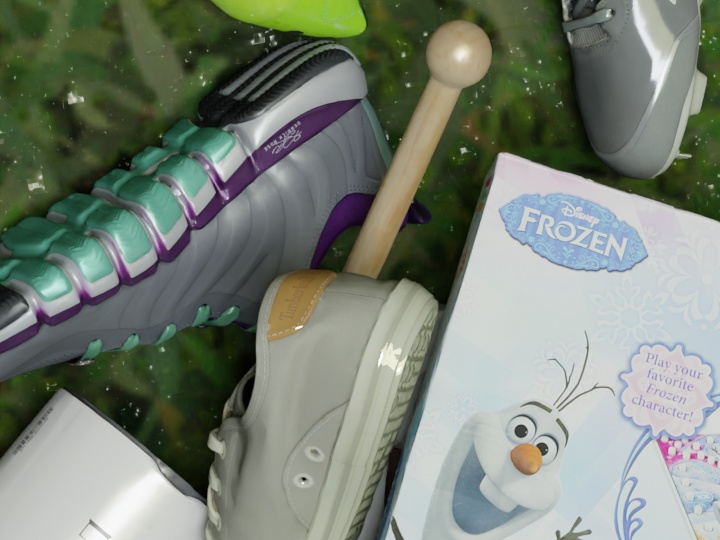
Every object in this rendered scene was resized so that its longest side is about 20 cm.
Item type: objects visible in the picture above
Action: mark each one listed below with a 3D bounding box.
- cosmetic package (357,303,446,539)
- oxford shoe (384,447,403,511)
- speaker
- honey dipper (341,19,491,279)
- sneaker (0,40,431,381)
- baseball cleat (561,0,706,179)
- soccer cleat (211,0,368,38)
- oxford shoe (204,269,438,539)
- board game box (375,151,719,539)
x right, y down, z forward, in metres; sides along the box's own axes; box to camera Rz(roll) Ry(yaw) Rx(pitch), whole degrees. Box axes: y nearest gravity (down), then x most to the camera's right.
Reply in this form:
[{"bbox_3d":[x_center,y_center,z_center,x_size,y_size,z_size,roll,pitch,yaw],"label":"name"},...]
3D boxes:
[{"bbox_3d":[0.082,0.097,1.085,0.199,0.052,0.152,8,94,-17],"label":"cosmetic package"},{"bbox_3d":[0.105,0.074,1.029,0.199,0.071,0.073,-11,92,-16],"label":"oxford shoe"},{"bbox_3d":[-0.136,0.141,1.004,0.081,0.081,0.200,41,81,-15],"label":"speaker"},{"bbox_3d":[0.000,0.000,1.014,0.038,0.038,0.201,15,117,-17],"label":"honey dipper"},{"bbox_3d":[-0.065,0.006,1.024,0.200,0.074,0.088,-36,110,-11],"label":"sneaker"},{"bbox_3d":[0.071,-0.133,1.056,0.106,0.070,0.201,1,82,-29],"label":"baseball cleat"},{"bbox_3d":[-0.009,-0.181,1.039,0.081,0.067,0.201,19,83,-40],"label":"soccer cleat"},{"bbox_3d":[-0.024,0.071,0.976,0.057,0.201,0.075,22,44,5],"label":"oxford shoe"},{"bbox_3d":[0.110,0.085,0.976,0.199,0.043,0.200,18,76,-1],"label":"board game box"}]
